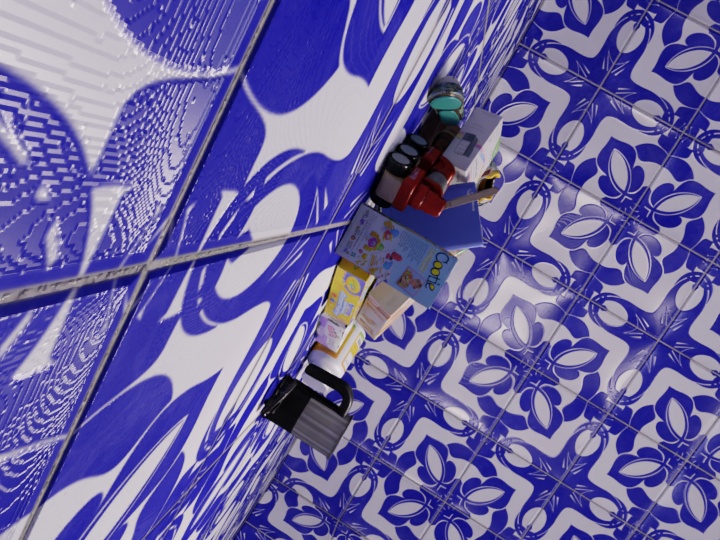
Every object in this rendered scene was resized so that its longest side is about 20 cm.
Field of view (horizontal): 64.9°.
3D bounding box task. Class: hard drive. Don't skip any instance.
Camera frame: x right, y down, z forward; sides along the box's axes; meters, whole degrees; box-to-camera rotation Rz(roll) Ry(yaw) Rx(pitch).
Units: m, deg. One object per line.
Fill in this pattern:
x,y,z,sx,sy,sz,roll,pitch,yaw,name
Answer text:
0.144,-0.102,1.155,0.025,0.198,0.133,-170,-108,-85,hard drive

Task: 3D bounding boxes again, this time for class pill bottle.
-0.078,0.231,1.565,0.201,0.110,0.111,-56,174,-33,pill bottle

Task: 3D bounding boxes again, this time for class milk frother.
-0.121,0.331,1.279,0.182,0.187,0.200,-63,174,23,milk frother

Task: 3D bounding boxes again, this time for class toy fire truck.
0.145,-0.162,1.049,0.129,0.199,0.176,-62,174,36,toy fire truck

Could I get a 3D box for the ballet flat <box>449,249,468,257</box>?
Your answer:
0.193,-0.103,1.250,0.071,0.065,0.201,71,5,-50,ballet flat

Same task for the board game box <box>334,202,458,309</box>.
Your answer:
0.069,-0.029,1.050,0.105,0.199,0.103,-59,175,8,board game box

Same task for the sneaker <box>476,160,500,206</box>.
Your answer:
0.264,-0.176,1.338,0.077,0.082,0.201,-12,141,-28,sneaker

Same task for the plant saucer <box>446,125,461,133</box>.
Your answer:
0.200,-0.270,1.424,0.200,0.035,0.203,-179,-90,-68,plant saucer

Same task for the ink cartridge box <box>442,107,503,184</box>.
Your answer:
0.225,-0.232,1.211,0.201,0.067,0.117,-54,159,-17,ink cartridge box

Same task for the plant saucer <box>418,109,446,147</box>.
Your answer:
0.156,-0.303,1.296,0.201,0.034,0.200,-60,174,-10,plant saucer

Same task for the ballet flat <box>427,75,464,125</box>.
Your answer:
0.169,-0.340,1.104,0.075,0.074,0.200,-60,172,4,ballet flat

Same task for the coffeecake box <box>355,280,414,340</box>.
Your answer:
0.078,0.063,1.328,0.153,0.073,0.200,-41,170,-21,coffeecake box

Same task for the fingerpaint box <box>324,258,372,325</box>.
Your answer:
0.000,0.000,1.246,0.167,0.073,0.201,-58,173,-32,fingerpaint box

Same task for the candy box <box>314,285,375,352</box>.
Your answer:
-0.031,0.084,1.427,0.201,0.071,0.168,-58,175,-29,candy box

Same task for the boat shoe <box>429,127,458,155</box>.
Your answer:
0.166,-0.226,1.285,0.068,0.072,0.201,-47,161,-37,boat shoe
